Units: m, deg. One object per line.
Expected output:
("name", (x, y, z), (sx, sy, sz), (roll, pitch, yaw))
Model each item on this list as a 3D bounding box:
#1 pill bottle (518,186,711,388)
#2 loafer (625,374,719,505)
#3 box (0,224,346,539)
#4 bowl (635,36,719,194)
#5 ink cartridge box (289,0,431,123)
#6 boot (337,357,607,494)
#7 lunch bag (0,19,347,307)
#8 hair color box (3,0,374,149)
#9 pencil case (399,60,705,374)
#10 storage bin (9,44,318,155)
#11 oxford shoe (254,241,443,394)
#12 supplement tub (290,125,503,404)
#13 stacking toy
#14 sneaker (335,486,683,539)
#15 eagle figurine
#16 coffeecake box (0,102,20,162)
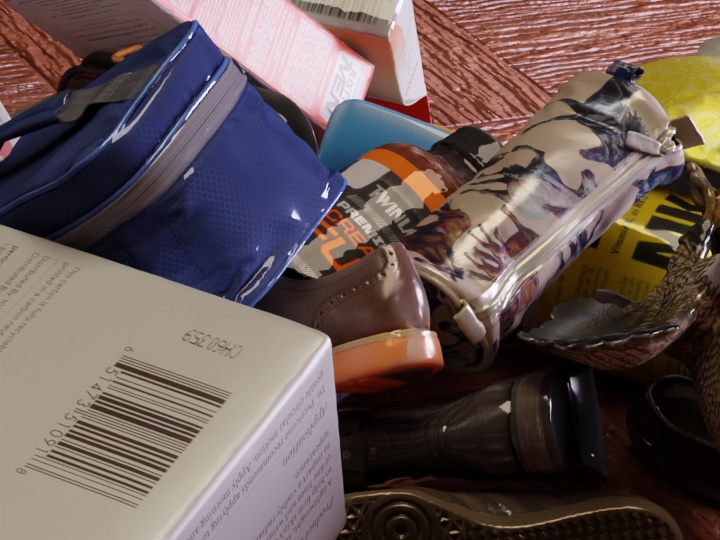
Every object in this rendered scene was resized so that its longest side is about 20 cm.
("pill bottle", (0.161, 0.007, 1.668), (0.200, 0.114, 0.114), (17, 28, 21))
("loafer", (0.235, 0.093, 1.556), (0.200, 0.071, 0.073), (22, 31, 29))
("box", (-0.139, 0.106, 1.340), (0.200, 0.131, 0.199), (17, 45, 24))
("bowl", (0.221, -0.074, 1.729), (0.200, 0.108, 0.200), (21, -16, 6))
("ink cartridge box", (-0.042, -0.128, 1.866), (0.162, 0.200, 0.050), (12, 61, 14))
("boot", (0.033, 0.086, 1.519), (0.174, 0.069, 0.200), (-9, -7, 14))
("lunch bag", (-0.125, -0.032, 1.463), (0.200, 0.132, 0.136), (-26, 21, 45))
("hair color box", (-0.101, -0.142, 1.748), (0.111, 0.200, 0.064), (-6, 57, 45))
("pencil case", (0.090, -0.027, 1.526), (0.200, 0.078, 0.089), (-43, 18, -32))
("storage bin", (-0.139, -0.046, 1.660), (0.200, 0.146, 0.134), (16, 29, 39))
("oxford shoe", (-0.050, 0.036, 1.476), (0.200, 0.073, 0.071), (-15, -11, 27))
("supplement tub", (0.000, 0.000, 1.589), (0.200, 0.107, 0.107), (-35, 43, -21))
("stacking toy", (0.050, -0.047, 1.793), (0.110, 0.116, 0.200), (23, 16, 18))
("sneaker", (0.058, 0.142, 1.453), (0.200, 0.070, 0.076), (2, 1, -3))
("eagle figurine", (0.171, 0.034, 1.481), (0.152, 0.151, 0.200), (3, 41, 23))
("coffeecake box", (-0.271, -0.026, 1.523), (0.200, 0.154, 0.073), (-41, 22, -29))
